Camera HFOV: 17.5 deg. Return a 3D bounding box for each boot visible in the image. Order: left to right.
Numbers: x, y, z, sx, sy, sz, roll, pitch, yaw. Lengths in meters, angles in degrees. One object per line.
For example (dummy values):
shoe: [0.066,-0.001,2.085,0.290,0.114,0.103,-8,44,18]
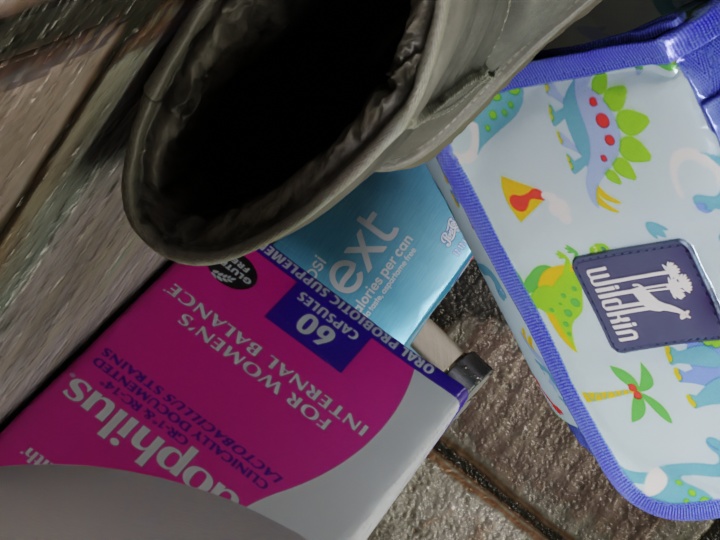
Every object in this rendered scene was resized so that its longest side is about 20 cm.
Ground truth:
boot: [0.023,-0.084,0.596,0.182,0.073,0.200,-56,169,10]

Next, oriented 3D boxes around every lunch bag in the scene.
lunch bag: [0.104,-0.016,0.772,0.127,0.170,0.200,-31,-164,-10]

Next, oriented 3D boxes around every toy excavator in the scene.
toy excavator: [0.005,0.109,1.842,0.200,0.100,0.195,-42,171,-23]

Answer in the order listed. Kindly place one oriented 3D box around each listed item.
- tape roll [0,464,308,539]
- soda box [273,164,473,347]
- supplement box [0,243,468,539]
tape roll: [-0.068,0.139,0.404,0.203,0.203,0.139,-54,176,5]
soda box: [0.000,0.000,0.944,0.200,0.068,0.064,-55,177,17]
supplement box: [-0.066,0.087,0.708,0.200,0.101,0.103,-49,174,-49]
